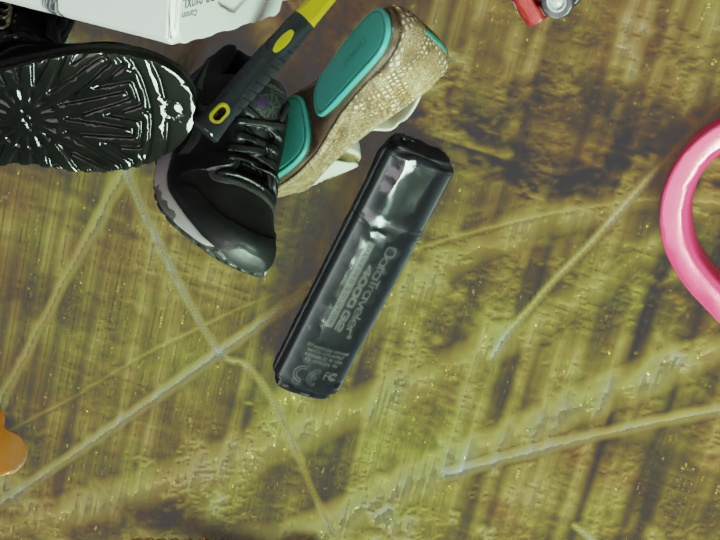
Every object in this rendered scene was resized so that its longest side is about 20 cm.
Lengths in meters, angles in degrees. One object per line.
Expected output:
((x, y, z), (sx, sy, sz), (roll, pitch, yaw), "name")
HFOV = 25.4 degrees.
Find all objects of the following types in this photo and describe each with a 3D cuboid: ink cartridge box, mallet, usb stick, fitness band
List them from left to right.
((-0.161, -0.210, 0.989), (0.199, 0.145, 0.085), (17, 113, 20), "ink cartridge box")
((-0.022, -0.153, 0.977), (0.066, 0.041, 0.201), (34, 87, -1), "mallet")
((0.000, 0.000, 1.085), (0.055, 0.033, 0.201), (17, 115, -24), "usb stick")
((0.281, -0.014, 1.007), (0.200, 0.037, 0.144), (45, 116, 0), "fitness band")

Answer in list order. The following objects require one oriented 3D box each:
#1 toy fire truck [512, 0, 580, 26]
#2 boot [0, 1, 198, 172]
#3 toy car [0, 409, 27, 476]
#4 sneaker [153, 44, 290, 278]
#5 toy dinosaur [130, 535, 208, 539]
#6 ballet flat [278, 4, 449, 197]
((0.149, -0.254, 0.957), (0.199, 0.049, 0.142), (-30, 97, 23), "toy fire truck")
((-0.197, -0.135, 1.037), (0.209, 0.158, 0.080), (-1, 123, 8), "boot")
((-0.340, 0.097, 1.174), (0.199, 0.178, 0.185), (21, 129, -23), "toy car")
((-0.081, -0.080, 1.005), (0.075, 0.200, 0.088), (27, 112, -31), "sneaker")
((-0.076, 0.254, 1.176), (0.199, 0.102, 0.136), (31, 99, 23), "toy dinosaur")
((-0.014, -0.095, 1.039), (0.065, 0.071, 0.200), (19, 143, -32), "ballet flat")
